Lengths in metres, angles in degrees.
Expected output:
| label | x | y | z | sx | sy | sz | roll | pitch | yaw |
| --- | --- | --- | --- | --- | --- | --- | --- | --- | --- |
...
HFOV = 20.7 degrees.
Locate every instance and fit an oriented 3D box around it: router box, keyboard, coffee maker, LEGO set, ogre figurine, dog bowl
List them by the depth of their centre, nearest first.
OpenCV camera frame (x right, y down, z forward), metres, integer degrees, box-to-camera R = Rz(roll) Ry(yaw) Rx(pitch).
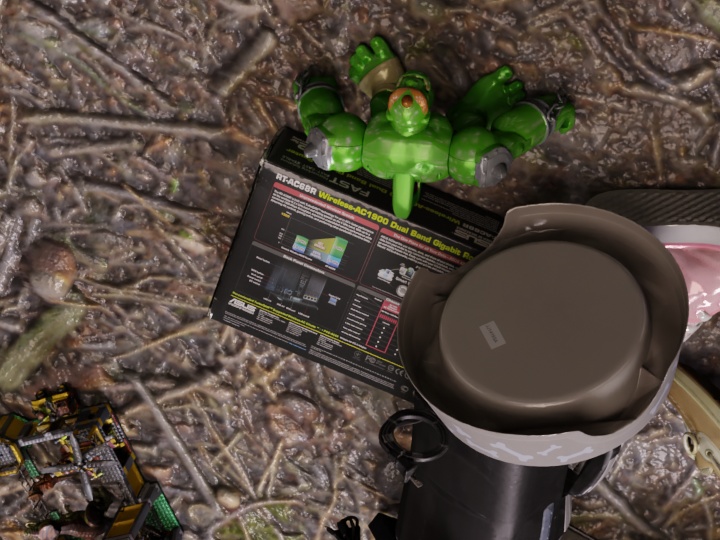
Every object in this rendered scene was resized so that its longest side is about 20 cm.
| label | x | y | z | sx | sy | sz | roll | pitch | yaw |
| --- | --- | --- | --- | --- | --- | --- | --- | --- | --- |
| dog bowl | 0.127 | 0.047 | 1.358 | 0.200 | 0.200 | 0.059 | -1 | 141 | 14 |
| ogre figurine | 0.044 | -0.100 | 1.392 | 0.200 | 0.120 | 0.098 | 23 | 122 | 0 |
| coffee maker | 0.084 | 0.145 | 1.470 | 0.192 | 0.135 | 0.200 | -15 | 138 | -20 |
| router box | 0.000 | 0.000 | 1.494 | 0.200 | 0.062 | 0.150 | 23 | 122 | 0 |
| keyboard | 0.043 | 0.235 | 1.540 | 0.127 | 0.200 | 0.021 | 19 | 101 | -19 |
| LEGO set | -0.243 | 0.210 | 1.643 | 0.153 | 0.116 | 0.200 | -7 | 117 | 17 |

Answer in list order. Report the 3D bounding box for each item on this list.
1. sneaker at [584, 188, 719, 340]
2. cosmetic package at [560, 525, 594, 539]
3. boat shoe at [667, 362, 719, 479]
| label | x | y | z | sx | sy | sz | roll | pitch | yaw |
| --- | --- | --- | --- | --- | --- | --- | --- | --- | --- |
| sneaker | 0.261 | 0.000 | 1.425 | 0.200 | 0.075 | 0.105 | 3 | 120 | 17 |
| cosmetic package | 0.120 | 0.304 | 1.619 | 0.087 | 0.103 | 0.200 | 28 | 124 | -5 |
| boat shoe | 0.283 | 0.159 | 1.476 | 0.063 | 0.073 | 0.201 | -40 | 80 | 13 |
